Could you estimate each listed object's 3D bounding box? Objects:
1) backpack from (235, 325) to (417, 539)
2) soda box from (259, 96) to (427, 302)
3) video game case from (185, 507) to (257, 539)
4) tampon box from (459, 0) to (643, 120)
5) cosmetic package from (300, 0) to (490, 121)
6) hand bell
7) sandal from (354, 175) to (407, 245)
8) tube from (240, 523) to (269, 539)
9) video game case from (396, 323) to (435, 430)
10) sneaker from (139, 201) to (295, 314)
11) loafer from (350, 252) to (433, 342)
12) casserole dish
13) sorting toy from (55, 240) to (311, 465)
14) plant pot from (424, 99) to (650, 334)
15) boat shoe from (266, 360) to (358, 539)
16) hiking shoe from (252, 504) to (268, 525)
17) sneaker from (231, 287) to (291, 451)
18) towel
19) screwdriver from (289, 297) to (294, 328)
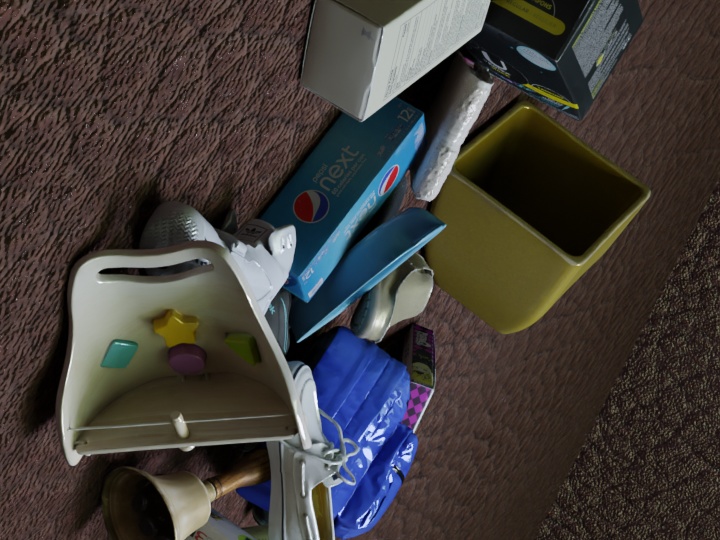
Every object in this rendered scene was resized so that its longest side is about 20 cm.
[{"bbox_3d":[-0.024,0.173,1.652,0.200,0.168,0.163,-62,-174,-19],"label":"backpack"},{"bbox_3d":[-0.021,-0.074,1.448,0.200,0.068,0.064,-53,162,-16],"label":"soda box"},{"bbox_3d":[-0.175,0.332,1.510,0.200,0.181,0.045,-62,159,9],"label":"video game case"},{"bbox_3d":[0.177,-0.258,1.535,0.126,0.150,0.200,-59,161,-2],"label":"tampon box"},{"bbox_3d":[0.038,-0.226,1.359,0.200,0.071,0.105,-40,154,-43],"label":"cosmetic package"},{"bbox_3d":[-0.137,0.206,1.476,0.200,0.104,0.104,-19,138,-46],"label":"hand bell"},{"bbox_3d":[0.005,-0.054,1.595,0.075,0.048,0.200,-54,173,-18],"label":"sandal"},{"bbox_3d":[-0.123,0.290,1.569,0.058,0.199,0.052,73,12,-55],"label":"tube"},{"bbox_3d":[0.039,0.188,1.941,0.181,0.036,0.200,-81,-165,-69],"label":"video game case"},{"bbox_3d":[-0.116,-0.017,1.299,0.115,0.075,0.200,-62,154,-29],"label":"sneaker"},{"bbox_3d":[0.040,0.022,1.669,0.200,0.068,0.076,-64,177,-64],"label":"loafer"},{"bbox_3d":[0.000,0.000,1.511,0.200,0.039,0.121,-41,175,38],"label":"casserole dish"},{"bbox_3d":[-0.147,0.053,1.221,0.107,0.199,0.180,-89,172,-49],"label":"sorting toy"},{"bbox_3d":[0.188,-0.043,1.856,0.194,0.195,0.200,-40,163,-43],"label":"plant pot"},{"bbox_3d":[-0.041,0.188,1.488,0.075,0.086,0.203,-15,109,-64],"label":"boat shoe"},{"bbox_3d":[-0.046,0.225,1.831,0.200,0.074,0.087,-45,158,-34],"label":"hiking shoe"},{"bbox_3d":[-0.100,0.098,1.505,0.079,0.075,0.200,-46,159,-41],"label":"sneaker"},{"bbox_3d":[0.087,-0.145,1.551,0.200,0.034,0.133,-88,-157,-75],"label":"towel"},{"bbox_3d":[-0.046,0.025,1.612,0.200,0.029,0.028,-35,150,-57],"label":"screwdriver"}]
